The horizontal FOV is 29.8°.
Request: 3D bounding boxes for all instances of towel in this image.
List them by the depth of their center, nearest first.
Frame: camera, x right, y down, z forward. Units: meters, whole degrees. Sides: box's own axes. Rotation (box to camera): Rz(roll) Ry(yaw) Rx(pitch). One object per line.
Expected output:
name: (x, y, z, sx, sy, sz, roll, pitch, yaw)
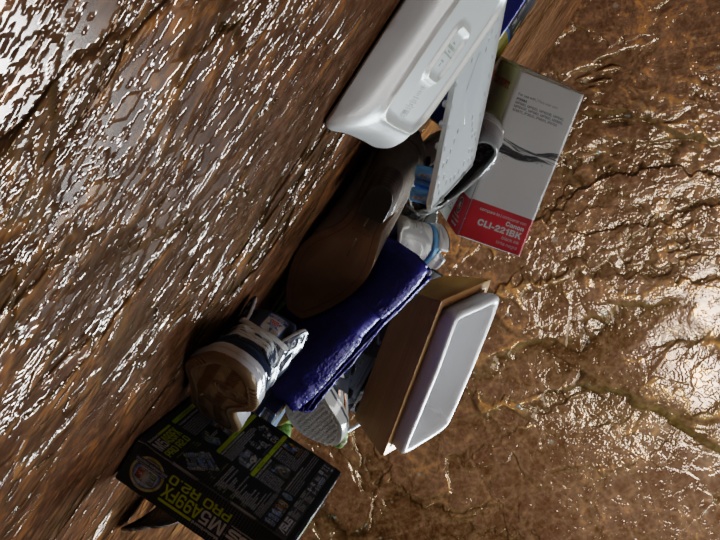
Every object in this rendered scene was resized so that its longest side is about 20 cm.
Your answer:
towel: (-0.023, 0.048, 1.378, 0.200, 0.050, 0.148, -45, -153, -3)

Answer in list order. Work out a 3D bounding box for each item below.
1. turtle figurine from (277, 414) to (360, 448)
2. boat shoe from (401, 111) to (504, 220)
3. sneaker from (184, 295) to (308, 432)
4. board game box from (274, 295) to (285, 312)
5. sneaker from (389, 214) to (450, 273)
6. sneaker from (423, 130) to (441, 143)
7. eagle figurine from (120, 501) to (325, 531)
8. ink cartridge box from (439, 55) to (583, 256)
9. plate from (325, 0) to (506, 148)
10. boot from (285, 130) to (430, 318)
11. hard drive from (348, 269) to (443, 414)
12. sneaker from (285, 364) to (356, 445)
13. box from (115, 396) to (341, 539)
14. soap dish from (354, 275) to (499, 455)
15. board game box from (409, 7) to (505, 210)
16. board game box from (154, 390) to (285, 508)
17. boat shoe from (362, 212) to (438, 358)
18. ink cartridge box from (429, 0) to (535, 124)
turtle figurine: (-0.089, 0.213, 1.821, 0.194, 0.144, 0.200, -52, 172, -5)
boat shoe: (0.076, -0.094, 1.490, 0.199, 0.072, 0.069, -31, -155, 23)
sneaker: (-0.093, 0.068, 1.165, 0.109, 0.070, 0.200, -54, 178, -19)
board game box: (-0.066, 0.028, 1.494, 0.201, 0.023, 0.105, -57, 174, 8)
sneaker: (0.000, 0.000, 1.506, 0.200, 0.086, 0.075, -41, -133, 25)
sneaker: (0.041, -0.084, 1.609, 0.081, 0.075, 0.200, -20, 153, -46)
eagle figurine: (-0.137, 0.235, 1.431, 0.151, 0.200, 0.152, -17, -129, 47)
ink cartridge box: (0.172, -0.136, 1.571, 0.144, 0.083, 0.201, -109, -143, -75)
plate: (0.060, -0.183, 1.097, 0.200, 0.032, 0.200, -55, 170, 8)
boot: (0.002, -0.055, 1.367, 0.200, 0.070, 0.146, -50, -172, 28)
hard drive: (0.006, 0.067, 1.679, 0.140, 0.038, 0.201, 28, -91, 52)
sneaker: (-0.043, 0.122, 1.518, 0.200, 0.078, 0.080, 81, 30, -55)
box: (-0.113, 0.185, 1.225, 0.044, 0.160, 0.200, -58, 176, 14)
soap dish: (0.076, 0.103, 1.580, 0.157, 0.081, 0.201, -19, 132, -62)
board game box: (0.098, -0.179, 1.313, 0.200, 0.026, 0.201, -46, 148, -66)
board game box: (-0.156, 0.211, 1.590, 0.200, 0.062, 0.200, -51, 173, -50)
boat shoe: (0.051, 0.011, 1.584, 0.201, 0.057, 0.067, -62, 156, 11)
ink cartridge box: (0.133, -0.249, 1.495, 0.198, 0.047, 0.200, -56, 178, 7)
